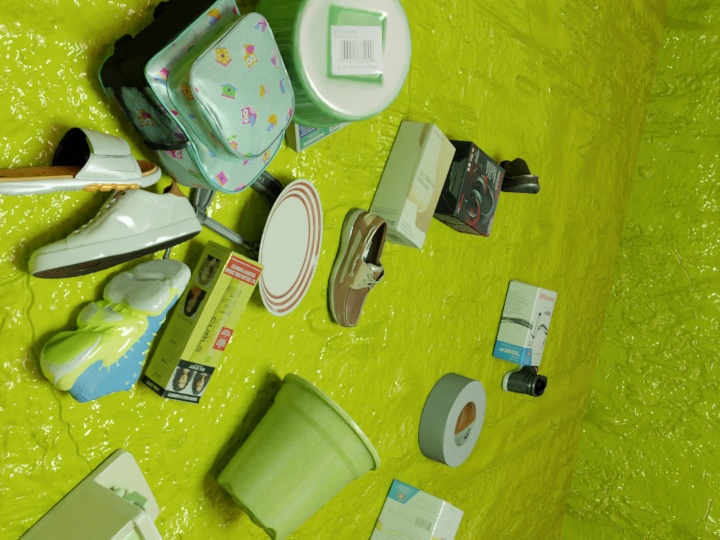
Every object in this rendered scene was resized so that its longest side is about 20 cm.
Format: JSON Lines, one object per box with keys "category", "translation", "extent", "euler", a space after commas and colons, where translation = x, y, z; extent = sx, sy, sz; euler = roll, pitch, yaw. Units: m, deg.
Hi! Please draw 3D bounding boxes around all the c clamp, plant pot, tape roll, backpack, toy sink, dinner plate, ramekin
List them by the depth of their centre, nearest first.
{"category": "backpack", "translation": [-0.166, -0.190, 0.830], "extent": [0.176, 0.152, 0.201], "euler": [-59, 147, -33]}
{"category": "toy sink", "translation": [-0.299, 0.336, 0.853], "extent": [0.200, 0.111, 0.131], "euler": [-43, 135, -39]}
{"category": "ramekin", "translation": [-0.030, -0.280, 0.913], "extent": [0.199, 0.097, 0.202], "euler": [-9, 106, -34]}
{"category": "c clamp", "translation": [-0.174, -0.073, 0.975], "extent": [0.200, 0.027, 0.172], "euler": [25, 76, -54]}
{"category": "dinner plate", "translation": [-0.106, -0.034, 1.055], "extent": [0.200, 0.024, 0.202], "euler": [13, 90, -72]}
{"category": "plant pot", "translation": [-0.105, 0.288, 1.076], "extent": [0.184, 0.200, 0.201], "euler": [-43, 136, -22]}
{"category": "tape roll", "translation": [0.210, 0.337, 1.640], "extent": [0.200, 0.066, 0.202], "euler": [-25, 122, -49]}

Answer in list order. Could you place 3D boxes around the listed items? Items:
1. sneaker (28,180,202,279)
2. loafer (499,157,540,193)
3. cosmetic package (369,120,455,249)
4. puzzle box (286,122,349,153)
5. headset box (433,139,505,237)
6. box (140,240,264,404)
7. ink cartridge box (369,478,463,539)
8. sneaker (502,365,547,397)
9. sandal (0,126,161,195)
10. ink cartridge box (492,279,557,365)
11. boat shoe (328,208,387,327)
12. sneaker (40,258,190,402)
{"category": "sneaker", "translation": [-0.279, -0.050, 0.805], "extent": [0.199, 0.073, 0.085], "euler": [-24, 90, -43]}
{"category": "loafer", "translation": [0.325, -0.204, 1.544], "extent": [0.072, 0.200, 0.072], "euler": [2, 101, -10]}
{"category": "cosmetic package", "translation": [0.091, -0.151, 1.286], "extent": [0.105, 0.071, 0.201], "euler": [31, 76, -55]}
{"category": "puzzle box", "translation": [-0.026, -0.266, 1.036], "extent": [0.199, 0.025, 0.134], "euler": [-35, 149, -26]}
{"category": "headset box", "translation": [0.216, -0.160, 1.462], "extent": [0.200, 0.075, 0.150], "euler": [22, 82, -56]}
{"category": "box", "translation": [-0.201, 0.068, 0.931], "extent": [0.075, 0.050, 0.201], "euler": [31, 84, -56]}
{"category": "ink cartridge box", "translation": [0.107, 0.564, 1.514], "extent": [0.125, 0.128, 0.201], "euler": [44, 66, -52]}
{"category": "sneaker", "translation": [0.470, 0.299, 1.976], "extent": [0.199, 0.099, 0.071], "euler": [-11, 109, -55]}
{"category": "sandal", "translation": [-0.291, -0.114, 0.735], "extent": [0.206, 0.079, 0.060], "euler": [-15, 117, -51]}
{"category": "ink cartridge box", "translation": [0.424, 0.136, 1.863], "extent": [0.146, 0.084, 0.202], "euler": [11, 93, -56]}
{"category": "boat shoe", "translation": [0.000, 0.000, 1.206], "extent": [0.076, 0.071, 0.202], "euler": [-2, 103, -55]}
{"category": "sneaker", "translation": [-0.274, 0.073, 0.846], "extent": [0.200, 0.075, 0.106], "euler": [-41, 145, -31]}
